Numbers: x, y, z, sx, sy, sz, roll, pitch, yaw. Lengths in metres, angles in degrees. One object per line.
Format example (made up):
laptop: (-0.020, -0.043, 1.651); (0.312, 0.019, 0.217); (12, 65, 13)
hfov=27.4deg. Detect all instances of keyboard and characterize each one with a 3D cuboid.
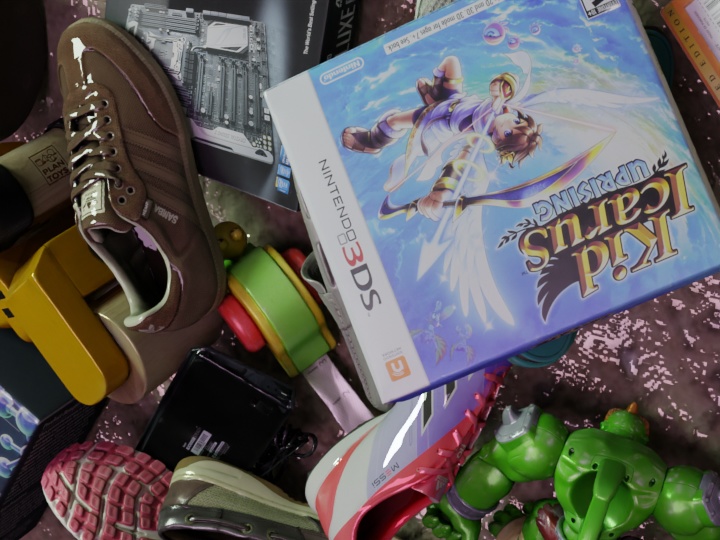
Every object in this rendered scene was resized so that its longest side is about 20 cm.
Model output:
keyboard: (-0.091, 0.112, 1.017); (0.104, 0.040, 0.200); (31, 143, -4)

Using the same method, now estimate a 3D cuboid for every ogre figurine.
ogre figurine: (0.145, 0.148, 0.886); (0.199, 0.098, 0.121); (33, 135, 26)

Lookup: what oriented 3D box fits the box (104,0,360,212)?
box: (-0.080, -0.157, 0.904); (0.157, 0.050, 0.201); (22, 120, 20)

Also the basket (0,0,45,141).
basket: (-0.326, -0.157, 0.993); (0.199, 0.136, 0.182); (10, 116, 20)

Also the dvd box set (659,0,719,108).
dvd box set: (0.261, -0.130, 0.719); (0.200, 0.029, 0.147); (-41, 70, 35)

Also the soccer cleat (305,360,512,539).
soccer cleat: (0.047, 0.095, 0.887); (0.200, 0.068, 0.073); (-49, 44, 15)

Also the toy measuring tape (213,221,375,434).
toy measuring tape: (-0.034, 0.050, 0.950); (0.073, 0.073, 0.201); (-39, 86, 34)

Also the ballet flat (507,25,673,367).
ballet flat: (0.112, -0.045, 0.828); (0.067, 0.070, 0.201); (20, 91, -21)

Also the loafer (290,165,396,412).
loafer: (0.000, 0.000, 0.907); (0.069, 0.070, 0.201); (3, 121, 22)

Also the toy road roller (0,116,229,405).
toy road roller: (-0.200, 0.002, 1.000); (0.200, 0.123, 0.146); (52, 139, 0)

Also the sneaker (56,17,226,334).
sneaker: (-0.144, -0.058, 0.902); (0.070, 0.075, 0.201); (-21, 95, 33)

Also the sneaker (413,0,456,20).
sneaker: (0.060, -0.077, 0.844); (0.077, 0.082, 0.202); (6, 113, 26)

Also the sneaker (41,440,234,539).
sneaker: (-0.141, 0.197, 1.047); (0.199, 0.081, 0.075); (34, 144, -7)

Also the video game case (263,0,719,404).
video game case: (0.071, -0.050, 0.776); (0.199, 0.045, 0.182); (-23, 83, 12)

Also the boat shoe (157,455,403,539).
boat shoe: (-0.044, 0.194, 1.000); (0.199, 0.065, 0.073); (21, 145, 5)

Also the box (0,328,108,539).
box: (-0.292, 0.108, 1.097); (0.148, 0.107, 0.201); (39, 123, 9)
